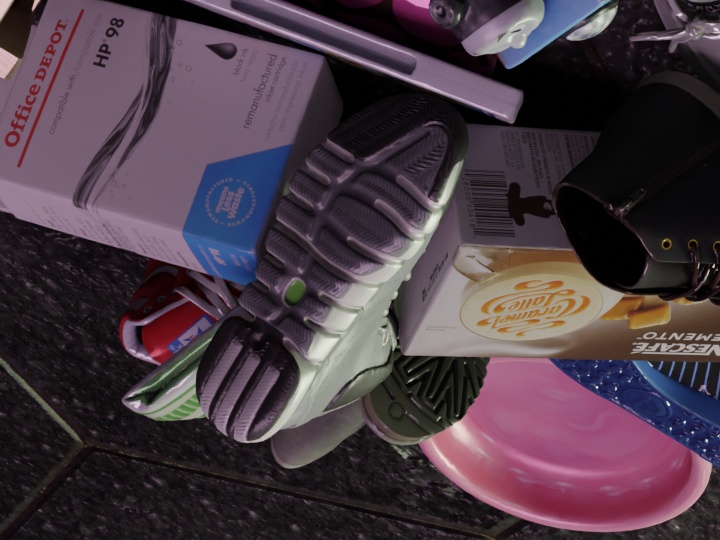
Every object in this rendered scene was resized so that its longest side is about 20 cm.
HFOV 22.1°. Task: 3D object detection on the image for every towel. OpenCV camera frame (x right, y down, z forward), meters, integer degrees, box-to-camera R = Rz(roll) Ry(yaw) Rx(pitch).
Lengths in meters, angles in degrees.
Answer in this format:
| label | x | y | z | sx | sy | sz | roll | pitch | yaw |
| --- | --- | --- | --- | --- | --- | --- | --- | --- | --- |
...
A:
| label | x | y | z | sx | sy | sz | roll | pitch | yaw |
| --- | --- | --- | --- | --- | --- | --- | --- | --- | --- |
| towel | -0.050 | 0.036 | 1.087 | 0.152 | 0.200 | 0.023 | -39 | 81 | 9 |

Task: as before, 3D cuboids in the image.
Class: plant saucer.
| label | x | y | z | sx | sy | sz | roll | pitch | yaw |
| --- | --- | --- | --- | --- | --- | --- | --- | --- | --- |
| plant saucer | 0.134 | 0.098 | 1.216 | 0.200 | 0.051 | 0.201 | 12 | 142 | 9 |

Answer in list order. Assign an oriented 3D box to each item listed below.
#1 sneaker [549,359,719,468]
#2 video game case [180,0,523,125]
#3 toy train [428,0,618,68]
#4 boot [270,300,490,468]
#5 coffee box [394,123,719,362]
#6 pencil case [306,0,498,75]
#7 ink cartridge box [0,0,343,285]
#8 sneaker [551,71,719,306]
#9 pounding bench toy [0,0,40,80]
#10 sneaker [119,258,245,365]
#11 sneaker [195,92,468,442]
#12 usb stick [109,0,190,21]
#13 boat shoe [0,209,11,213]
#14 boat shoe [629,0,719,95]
| label | x | y | z | sx | sy | sz | roll | pitch | yaw |
| --- | --- | --- | --- | --- | --- | --- | --- | --- | --- |
| sneaker | 0.181 | 0.043 | 1.103 | 0.200 | 0.078 | 0.070 | 35 | 153 | -15 |
| video game case | -0.012 | -0.118 | 0.954 | 0.200 | 0.018 | 0.143 | 21 | -175 | 3 |
| toy train | 0.037 | -0.181 | 0.815 | 0.087 | 0.114 | 0.200 | -31 | 92 | 50 |
| boot | 0.000 | 0.074 | 1.152 | 0.200 | 0.182 | 0.073 | -31 | 102 | 42 |
| coffee box | 0.127 | -0.011 | 0.997 | 0.200 | 0.080 | 0.114 | 3 | 148 | -16 |
| pencil case | -0.007 | -0.172 | 0.911 | 0.200 | 0.091 | 0.094 | 21 | 136 | -6 |
| ink cartridge box | -0.123 | -0.075 | 0.986 | 0.200 | 0.116 | 0.067 | 16 | 165 | 14 |
| sneaker | 0.187 | 0.001 | 0.895 | 0.200 | 0.106 | 0.075 | 39 | 144 | 9 |
| pounding bench toy | -0.178 | -0.221 | 0.905 | 0.124 | 0.200 | 0.156 | 31 | 111 | -18 |
| sneaker | -0.070 | 0.005 | 1.136 | 0.200 | 0.113 | 0.071 | -21 | 125 | 41 |
| sneaker | 0.000 | 0.000 | 0.950 | 0.075 | 0.200 | 0.115 | 41 | -168 | 23 |
| usb stick | -0.113 | -0.119 | 1.067 | 0.055 | 0.033 | 0.200 | 3 | 140 | 26 |
| boat shoe | -0.279 | -0.093 | 1.154 | 0.200 | 0.074 | 0.065 | 34 | 147 | -3 |
| boat shoe | 0.164 | -0.139 | 0.872 | 0.074 | 0.086 | 0.202 | 2 | 139 | 23 |
